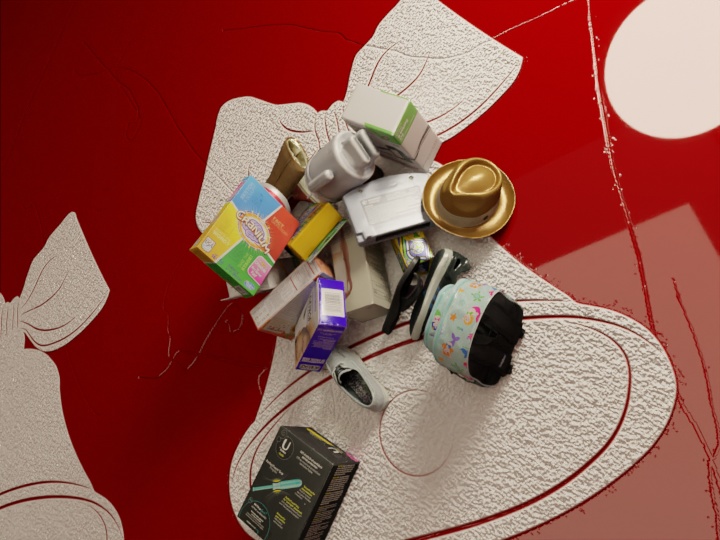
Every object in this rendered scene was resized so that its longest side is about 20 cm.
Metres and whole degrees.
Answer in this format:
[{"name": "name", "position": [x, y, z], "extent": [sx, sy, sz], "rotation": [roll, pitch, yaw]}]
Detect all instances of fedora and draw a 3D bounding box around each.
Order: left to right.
[{"name": "fedora", "position": [0.223, -0.163, 1.076], "extent": [0.196, 0.082, 0.205], "rotation": [0, 64, 0]}]

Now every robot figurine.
[{"name": "robot figurine", "position": [-0.046, -0.219, 1.151], "extent": [0.199, 0.169, 0.114], "rotation": [-31, 96, 45]}]

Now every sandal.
[{"name": "sandal", "position": [0.096, 0.054, 1.088], "extent": [0.047, 0.075, 0.203], "rotation": [27, 129, 14]}]

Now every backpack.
[{"name": "backpack", "position": [0.203, 0.109, 0.976], "extent": [0.149, 0.199, 0.181], "rotation": [21, 86, 31]}]

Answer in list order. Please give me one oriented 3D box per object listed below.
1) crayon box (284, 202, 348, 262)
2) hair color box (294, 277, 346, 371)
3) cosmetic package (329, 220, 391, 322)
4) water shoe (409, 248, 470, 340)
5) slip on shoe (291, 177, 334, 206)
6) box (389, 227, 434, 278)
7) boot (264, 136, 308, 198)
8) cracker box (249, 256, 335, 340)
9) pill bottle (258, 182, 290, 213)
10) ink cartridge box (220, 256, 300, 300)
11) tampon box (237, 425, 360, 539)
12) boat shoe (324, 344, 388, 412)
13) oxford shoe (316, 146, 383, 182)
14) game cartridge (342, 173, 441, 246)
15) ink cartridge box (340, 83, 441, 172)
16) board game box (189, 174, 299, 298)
[{"name": "crayon box", "position": [-0.112, -0.089, 1.189], "extent": [0.126, 0.052, 0.200], "rotation": [-49, 19, -8]}, {"name": "hair color box", "position": [-0.088, 0.119, 1.131], "extent": [0.201, 0.063, 0.111], "rotation": [117, 155, -49]}, {"name": "cosmetic package", "position": [0.000, 0.000, 1.175], "extent": [0.086, 0.103, 0.204], "rotation": [-20, 65, 24]}, {"name": "water shoe", "position": [0.161, 0.059, 1.086], "extent": [0.077, 0.072, 0.203], "rotation": [19, 106, -6]}, {"name": "slip on shoe", "position": [-0.140, -0.200, 1.337], "extent": [0.199, 0.073, 0.062], "rotation": [37, 125, 26]}, {"name": "box", "position": [0.093, -0.087, 1.161], "extent": [0.063, 0.070, 0.203], "rotation": [-19, 65, -5]}, {"name": "boot", "position": [-0.179, -0.185, 1.287], "extent": [0.200, 0.065, 0.177], "rotation": [-46, 69, 41]}, {"name": "cracker box", "position": [-0.135, 0.065, 1.208], "extent": [0.199, 0.134, 0.058], "rotation": [-41, 60, 11]}, {"name": "pill bottle", "position": [-0.253, -0.094, 1.193], "extent": [0.109, 0.112, 0.201], "rotation": [16, 53, 30]}, {"name": "ink cartridge box", "position": [-0.229, 0.017, 1.229], "extent": [0.115, 0.199, 0.069], "rotation": [-15, 88, 23]}, {"name": "tampon box", "position": [-0.123, 0.445, 1.091], "extent": [0.148, 0.126, 0.203], "rotation": [25, 86, 31]}, {"name": "boat shoe", "position": [-0.022, 0.220, 1.136], "extent": [0.200, 0.071, 0.071], "rotation": [39, 95, 34]}, {"name": "oxford shoe", "position": [-0.038, -0.267, 1.286], "extent": [0.198, 0.084, 0.074], "rotation": [24, 88, 33]}, {"name": "game cartridge", "position": [0.068, -0.135, 1.124], "extent": [0.196, 0.042, 0.135], "rotation": [-16, 60, -9]}, {"name": "ink cartridge box", "position": [0.073, -0.307, 1.172], "extent": [0.144, 0.199, 0.085], "rotation": [28, 91, 31]}, {"name": "board game box", "position": [-0.233, -0.071, 1.107], "extent": [0.040, 0.153, 0.202], "rotation": [-12, 42, 50]}]
